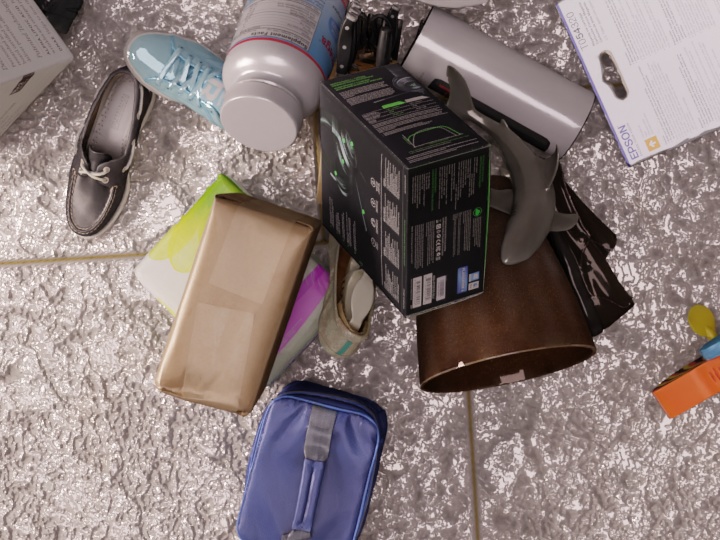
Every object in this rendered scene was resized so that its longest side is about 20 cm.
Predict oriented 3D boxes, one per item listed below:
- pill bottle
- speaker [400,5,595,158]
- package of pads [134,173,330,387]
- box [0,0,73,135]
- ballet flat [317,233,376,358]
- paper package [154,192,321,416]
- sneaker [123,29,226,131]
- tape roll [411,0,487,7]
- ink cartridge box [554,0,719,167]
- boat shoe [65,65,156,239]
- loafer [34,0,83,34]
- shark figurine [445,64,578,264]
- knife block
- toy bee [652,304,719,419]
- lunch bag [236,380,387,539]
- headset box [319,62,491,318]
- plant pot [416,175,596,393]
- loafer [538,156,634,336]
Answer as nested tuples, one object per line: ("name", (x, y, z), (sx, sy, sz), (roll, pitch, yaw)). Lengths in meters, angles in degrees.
("pill bottle", (-0.081, -0.225, 1.652), (0.109, 0.109, 0.200), (12, 56, 6))
("speaker", (0.143, -0.199, 1.674), (0.200, 0.081, 0.081), (29, 96, -5))
("package of pads", (-0.129, 0.016, 1.736), (0.200, 0.068, 0.155), (44, 95, 3))
("box", (-0.449, -0.235, 1.688), (0.199, 0.131, 0.200), (-37, 88, 38))
("ballet flat", (0.000, 0.000, 1.679), (0.067, 0.062, 0.200), (19, 57, -22))
("paper package", (-0.121, 0.029, 1.606), (0.103, 0.191, 0.200), (18, 94, 0))
("sneaker", (-0.159, -0.198, 1.698), (0.200, 0.082, 0.074), (27, 87, -13))
("tape roll", (0.087, -0.371, 1.618), (0.202, 0.071, 0.203), (-5, 105, -18))
("ink cartridge box", (0.335, -0.238, 1.684), (0.200, 0.043, 0.197), (-24, 91, 9))
("boat shoe", (-0.281, -0.130, 1.749), (0.074, 0.060, 0.200), (25, 95, 6))
("loafer", (-0.335, -0.293, 1.744), (0.200, 0.068, 0.070), (-31, 86, 14))
("shark figurine", (0.164, -0.114, 1.614), (0.128, 0.090, 0.215), (-9, 62, -30))
("knife block", (-0.003, -0.175, 1.650), (0.064, 0.176, 0.200), (11, 81, 6))
("toy bee", (0.411, 0.093, 1.674), (0.200, 0.109, 0.131), (-9, 101, 31))
("lunch bag", (-0.055, 0.226, 1.705), (0.136, 0.132, 0.200), (13, 94, 6))
("headset box", (0.036, -0.085, 1.564), (0.093, 0.200, 0.174), (-17, 128, -22))
("plant pot", (0.134, 0.009, 1.665), (0.187, 0.187, 0.200), (-13, 76, 7))
("loafer", (0.236, -0.032, 1.698), (0.071, 0.073, 0.200), (-21, 93, -5))
